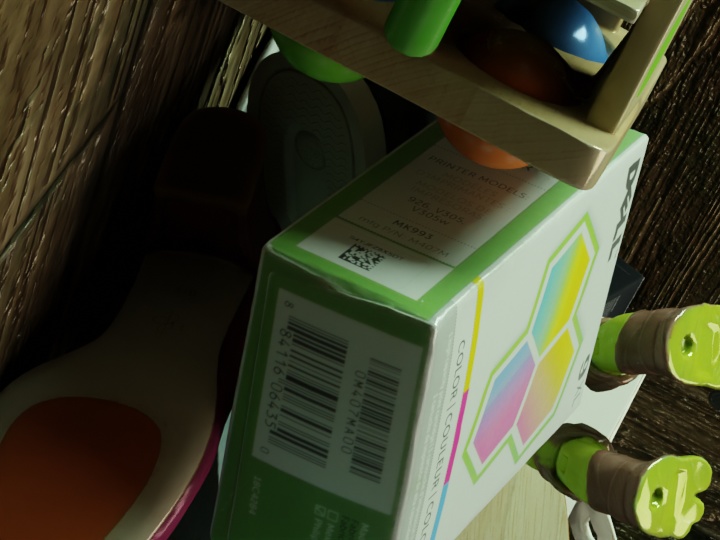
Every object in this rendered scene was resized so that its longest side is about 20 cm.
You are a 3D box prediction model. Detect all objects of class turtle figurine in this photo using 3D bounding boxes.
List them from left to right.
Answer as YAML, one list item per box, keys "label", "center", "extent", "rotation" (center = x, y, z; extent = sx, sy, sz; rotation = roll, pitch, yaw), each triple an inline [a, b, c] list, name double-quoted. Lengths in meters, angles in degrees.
- label: "turtle figurine"
  center: [0.054, 0.033, 0.945]
  extent: [0.064, 0.161, 0.200]
  rotation: [39, 67, -42]

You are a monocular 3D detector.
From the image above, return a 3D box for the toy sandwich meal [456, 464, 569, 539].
- label: "toy sandwich meal"
  center: [-0.013, 0.118, 1.027]
  extent: [0.070, 0.205, 0.205]
  rotation: [-13, -136, 60]

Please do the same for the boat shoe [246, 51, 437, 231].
- label: "boat shoe"
  center: [0.000, 0.000, 0.898]
  extent: [0.068, 0.072, 0.200]
  rotation: [-35, 147, -38]

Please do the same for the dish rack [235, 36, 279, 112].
- label: "dish rack"
  center: [0.003, -0.035, 0.998]
  extent: [0.200, 0.044, 0.172]
  rotation: [-23, 144, -60]

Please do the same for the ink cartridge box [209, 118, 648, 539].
- label: "ink cartridge box"
  center: [0.035, 0.009, 0.818]
  extent: [0.200, 0.059, 0.104]
  rotation: [-39, 147, -52]

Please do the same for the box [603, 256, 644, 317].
- label: "box"
  center: [0.262, 0.032, 3.639]
  extent: [0.200, 0.148, 0.107]
  rotation: [-27, 151, -45]

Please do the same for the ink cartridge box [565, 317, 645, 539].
- label: "ink cartridge box"
  center: [0.032, 0.062, 1.168]
  extent: [0.125, 0.200, 0.129]
  rotation: [-61, 176, -10]

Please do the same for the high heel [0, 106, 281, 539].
- label: "high heel"
  center: [-0.066, 0.050, 0.802]
  extent: [0.096, 0.067, 0.200]
  rotation: [95, 18, -52]

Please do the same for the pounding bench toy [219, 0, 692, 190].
- label: "pounding bench toy"
  center: [0.038, -0.106, 0.723]
  extent: [0.156, 0.124, 0.200]
  rotation: [-63, 175, 22]

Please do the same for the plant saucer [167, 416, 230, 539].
- label: "plant saucer"
  center: [-0.048, 0.135, 0.873]
  extent: [0.201, 0.039, 0.201]
  rotation: [-8, 90, -87]
